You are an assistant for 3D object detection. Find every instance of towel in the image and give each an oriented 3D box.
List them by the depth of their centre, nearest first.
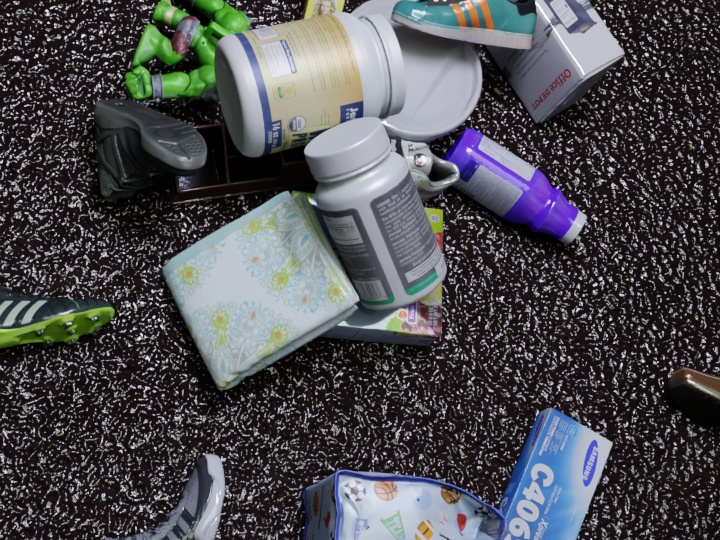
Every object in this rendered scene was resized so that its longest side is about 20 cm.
[{"bbox_3d":[-0.118,0.019,1.326,0.199,0.048,0.172,-31,67,4],"label":"towel"}]

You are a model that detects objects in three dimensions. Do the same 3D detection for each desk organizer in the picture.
[{"bbox_3d":[-0.140,-0.142,1.406,0.199,0.077,0.072,-10,75,-19],"label":"desk organizer"}]

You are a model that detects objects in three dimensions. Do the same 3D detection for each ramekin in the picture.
[{"bbox_3d":[0.053,-0.251,1.489,0.201,0.094,0.203,5,70,-14],"label":"ramekin"}]

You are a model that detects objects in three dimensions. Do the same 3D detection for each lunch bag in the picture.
[{"bbox_3d":[0.047,0.293,1.267,0.199,0.170,0.125,5,74,-15],"label":"lunch bag"}]

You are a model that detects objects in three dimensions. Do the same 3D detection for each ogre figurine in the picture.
[{"bbox_3d":[-0.211,-0.282,1.417,0.119,0.098,0.200,20,41,-6],"label":"ogre figurine"}]

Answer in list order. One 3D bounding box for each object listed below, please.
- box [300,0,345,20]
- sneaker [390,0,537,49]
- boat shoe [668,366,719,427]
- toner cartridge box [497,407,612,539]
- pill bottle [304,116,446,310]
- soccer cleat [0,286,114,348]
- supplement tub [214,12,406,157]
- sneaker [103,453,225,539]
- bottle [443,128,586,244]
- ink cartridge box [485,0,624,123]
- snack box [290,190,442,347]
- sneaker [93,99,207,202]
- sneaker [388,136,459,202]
[{"bbox_3d":[-0.033,-0.405,1.470,0.050,0.075,0.201,12,108,-9],"label":"box"},{"bbox_3d":[0.134,-0.334,1.437,0.199,0.071,0.080,3,106,-23],"label":"sneaker"},{"bbox_3d":[0.498,0.170,1.499,0.199,0.076,0.074,25,62,-16],"label":"boat shoe"},{"bbox_3d":[0.230,0.281,1.395,0.095,0.043,0.201,30,67,-6],"label":"toner cartridge box"},{"bbox_3d":[0.016,-0.065,1.290,0.113,0.113,0.201,-33,116,-23],"label":"pill bottle"},{"bbox_3d":[-0.382,0.050,1.282,0.199,0.068,0.081,-11,63,-19],"label":"soccer cleat"},{"bbox_3d":[-0.060,-0.222,1.327,0.199,0.144,0.145,-15,77,-15],"label":"supplement tub"},{"bbox_3d":[-0.221,0.290,1.240,0.113,0.075,0.201,18,71,-13],"label":"sneaker"},{"bbox_3d":[0.203,-0.106,1.491,0.199,0.084,0.065,31,59,-4],"label":"bottle"},{"bbox_3d":[0.246,-0.325,1.542,0.084,0.145,0.200,-29,82,-24],"label":"ink cartridge box"},{"bbox_3d":[0.000,0.000,1.406,0.199,0.068,0.170,5,72,-13],"label":"snack box"},{"bbox_3d":[-0.248,-0.125,1.328,0.076,0.199,0.115,-15,120,-43],"label":"sneaker"},{"bbox_3d":[0.041,-0.138,1.410,0.199,0.088,0.074,9,71,-41],"label":"sneaker"}]
